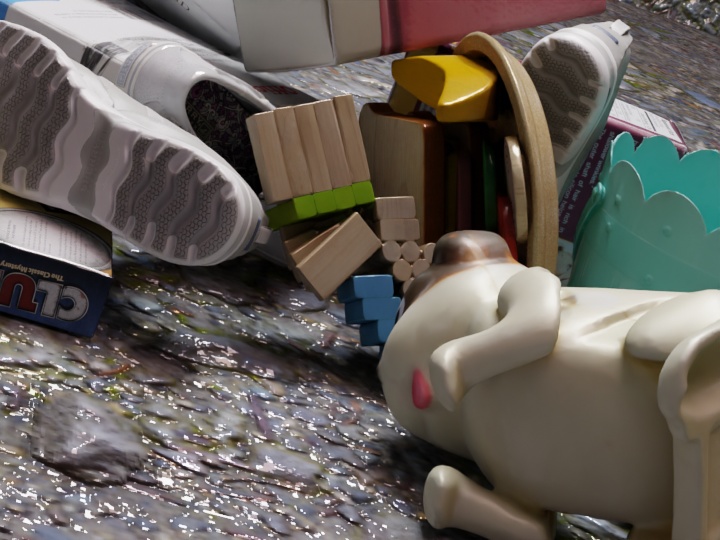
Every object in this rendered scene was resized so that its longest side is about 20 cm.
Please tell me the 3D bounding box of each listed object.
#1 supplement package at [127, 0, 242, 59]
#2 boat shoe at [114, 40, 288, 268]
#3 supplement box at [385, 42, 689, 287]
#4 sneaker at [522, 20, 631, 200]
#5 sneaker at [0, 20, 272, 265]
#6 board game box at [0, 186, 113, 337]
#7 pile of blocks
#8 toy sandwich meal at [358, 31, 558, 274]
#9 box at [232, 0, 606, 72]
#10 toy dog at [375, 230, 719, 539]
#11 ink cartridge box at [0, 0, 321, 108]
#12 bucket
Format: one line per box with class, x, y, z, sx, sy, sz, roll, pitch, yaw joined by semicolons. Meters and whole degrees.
supplement package;-0.102;-0.208;1.206;0.117;0.117;0.200;42;-14;-3
boat shoe;-0.051;-0.056;0.966;0.068;0.072;0.200;27;-17;47
supplement box;0.106;-0.071;1.194;0.199;0.132;0.103;22;17;-2
sneaker;0.113;-0.072;1.084;0.075;0.200;0.082;45;44;10
sneaker;-0.132;-0.056;0.882;0.199;0.075;0.082;35;5;20
board game box;-0.196;-0.037;0.896;0.134;0.035;0.200;17;18;-14
pile of blocks;0.000;0.000;0.918;0.201;0.082;0.062;54;-24;-8
toy sandwich meal;0.049;-0.041;0.982;0.070;0.207;0.205;-5;24;-13
box;0.031;-0.191;1.064;0.199;0.110;0.128;-15;11;-27
toy dog;0.098;0.046;0.799;0.199;0.141;0.194;14;37;37
ink cartridge box;-0.144;-0.107;1.080;0.199;0.084;0.145;28;17;20
bucket;0.218;0.017;1.053;0.206;0.136;0.207;20;18;-7
